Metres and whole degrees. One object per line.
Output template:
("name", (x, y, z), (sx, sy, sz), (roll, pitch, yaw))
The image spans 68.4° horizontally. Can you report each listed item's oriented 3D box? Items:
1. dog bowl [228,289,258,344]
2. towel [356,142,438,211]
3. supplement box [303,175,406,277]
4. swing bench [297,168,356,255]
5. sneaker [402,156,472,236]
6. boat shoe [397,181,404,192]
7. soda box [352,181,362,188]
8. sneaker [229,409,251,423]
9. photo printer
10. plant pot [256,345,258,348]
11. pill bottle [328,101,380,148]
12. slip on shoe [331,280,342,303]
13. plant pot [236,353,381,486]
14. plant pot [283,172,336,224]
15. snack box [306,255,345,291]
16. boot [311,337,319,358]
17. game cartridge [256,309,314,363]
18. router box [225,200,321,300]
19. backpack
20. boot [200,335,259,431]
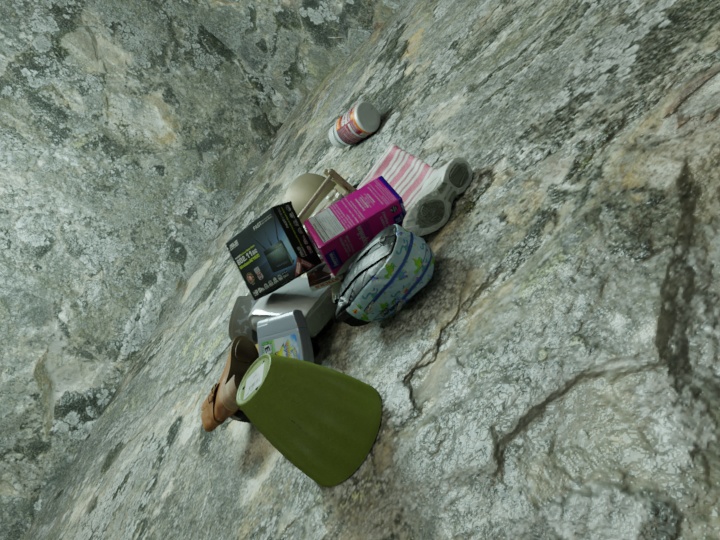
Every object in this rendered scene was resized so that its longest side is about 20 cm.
("dog bowl", (-0.265, 0.100, 1.373), (0.200, 0.058, 0.201), (21, -90, -81))
("towel", (0.092, -0.204, 1.236), (0.147, 0.030, 0.200), (-51, 55, 4))
("supplement box", (-0.005, -0.094, 1.130), (0.199, 0.101, 0.104), (-31, 47, -4))
("swing bench", (-0.060, -0.104, 1.266), (0.199, 0.200, 0.130), (-52, 14, 3))
("sneaker", (0.153, -0.147, 1.119), (0.200, 0.078, 0.099), (-49, 15, -13))
("boat shoe", (0.068, -0.202, 1.335), (0.070, 0.070, 0.200), (-51, 23, -10))
("soda box", (-0.024, -0.139, 1.420), (0.063, 0.071, 0.201), (-10, 48, 56))
("sneaker", (-0.278, 0.294, 1.266), (0.081, 0.073, 0.200), (-69, 23, 8))
("photo printer", (-0.155, 0.082, 1.238), (0.199, 0.070, 0.167), (-1, 33, 34))
("plant pot", (-0.282, 0.226, 1.447), (0.200, 0.027, 0.201), (-42, 25, 25))
("pill bottle", (-0.026, -0.514, 1.896), (0.199, 0.109, 0.110), (-16, 42, 54))
("slip on shoe", (0.000, 0.000, 1.200), (0.074, 0.061, 0.201), (17, 65, 24))
("plant pot", (-0.099, 0.228, 0.887), (0.187, 0.200, 0.188), (-41, 26, 25))
("plant pot", (-0.101, -0.168, 1.493), (0.134, 0.200, 0.201), (13, 65, 35))
("snack box", (-0.025, -0.021, 1.168), (0.199, 0.024, 0.072), (-21, 54, 5))
("boot", (-0.189, 0.199, 1.246), (0.200, 0.076, 0.168), (-45, 27, 0))
("game cartridge", (-0.156, 0.189, 1.110), (0.133, 0.040, 0.202), (-17, 73, 31))
("router box", (-0.195, -0.039, 1.169), (0.199, 0.151, 0.062), (-29, -2, 40))
("backpack", (0.049, 0.004, 1.020), (0.164, 0.153, 0.201), (-72, 5, -50))
("boot", (-0.307, 0.256, 1.217), (0.155, 0.073, 0.201), (-48, 23, 24))
